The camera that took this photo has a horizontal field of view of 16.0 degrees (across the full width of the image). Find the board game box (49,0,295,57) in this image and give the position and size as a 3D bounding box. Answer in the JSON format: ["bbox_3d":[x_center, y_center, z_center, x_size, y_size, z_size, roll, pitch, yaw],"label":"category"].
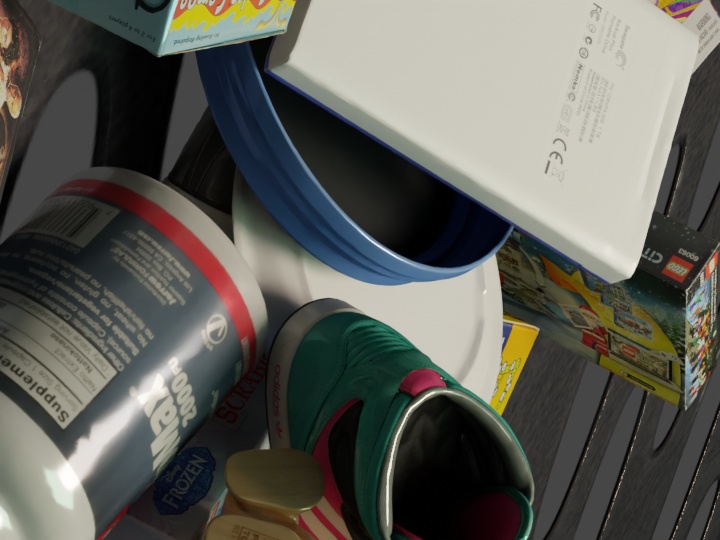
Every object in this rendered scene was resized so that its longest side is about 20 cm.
[{"bbox_3d":[-0.063,-0.198,0.981,0.103,0.104,0.201,-20,133,-61],"label":"board game box"}]

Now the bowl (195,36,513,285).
[{"bbox_3d":[0.000,-0.088,1.179,0.039,0.201,0.200,-24,-176,36],"label":"bowl"}]

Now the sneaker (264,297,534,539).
[{"bbox_3d":[0.024,0.119,1.119,0.083,0.121,0.201,-23,117,-28],"label":"sneaker"}]

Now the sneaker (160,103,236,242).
[{"bbox_3d":[-0.029,-0.056,1.276,0.200,0.066,0.091,-3,120,-64],"label":"sneaker"}]

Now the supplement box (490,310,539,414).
[{"bbox_3d":[0.001,0.097,1.462,0.201,0.108,0.109,-65,158,5],"label":"supplement box"}]

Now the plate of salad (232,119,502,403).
[{"bbox_3d":[0.000,0.000,1.218,0.200,0.048,0.201,23,59,-46],"label":"plate of salad"}]

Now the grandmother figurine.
[{"bbox_3d":[-0.063,0.169,1.133,0.200,0.060,0.122,109,6,-48],"label":"grandmother figurine"}]

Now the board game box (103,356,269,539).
[{"bbox_3d":[-0.083,0.126,1.245,0.200,0.041,0.201,-56,171,-49],"label":"board game box"}]

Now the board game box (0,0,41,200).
[{"bbox_3d":[-0.172,-0.028,0.926,0.136,0.034,0.201,62,36,-65],"label":"board game box"}]

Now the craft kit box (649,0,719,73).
[{"bbox_3d":[0.087,-0.156,1.262,0.048,0.198,0.200,-28,-169,36],"label":"craft kit box"}]

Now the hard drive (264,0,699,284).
[{"bbox_3d":[0.059,-0.098,1.151,0.199,0.025,0.133,31,64,-26],"label":"hard drive"}]

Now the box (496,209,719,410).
[{"bbox_3d":[0.111,-0.010,1.467,0.038,0.199,0.137,-52,157,-23],"label":"box"}]

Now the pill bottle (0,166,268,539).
[{"bbox_3d":[-0.140,0.061,1.081,0.200,0.119,0.120,-48,154,-33],"label":"pill bottle"}]
